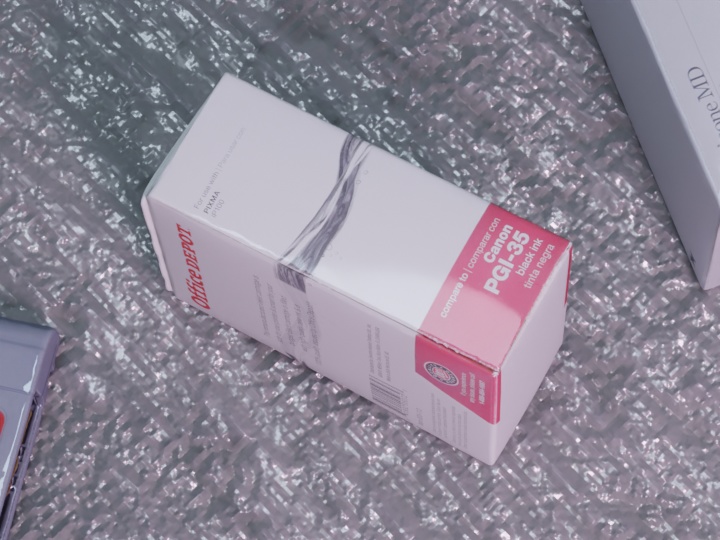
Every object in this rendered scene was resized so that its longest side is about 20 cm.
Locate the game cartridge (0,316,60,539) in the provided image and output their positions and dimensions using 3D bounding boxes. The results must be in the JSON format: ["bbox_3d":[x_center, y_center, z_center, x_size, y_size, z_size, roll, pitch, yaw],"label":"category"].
[{"bbox_3d":[-0.244,0.111,1.351,0.132,0.041,0.201,9,70,11],"label":"game cartridge"}]

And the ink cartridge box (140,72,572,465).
[{"bbox_3d":[0.000,0.000,1.318,0.199,0.147,0.083,27,72,12],"label":"ink cartridge box"}]

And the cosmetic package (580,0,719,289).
[{"bbox_3d":[0.237,-0.127,1.367,0.199,0.123,0.200,-20,70,-3],"label":"cosmetic package"}]
